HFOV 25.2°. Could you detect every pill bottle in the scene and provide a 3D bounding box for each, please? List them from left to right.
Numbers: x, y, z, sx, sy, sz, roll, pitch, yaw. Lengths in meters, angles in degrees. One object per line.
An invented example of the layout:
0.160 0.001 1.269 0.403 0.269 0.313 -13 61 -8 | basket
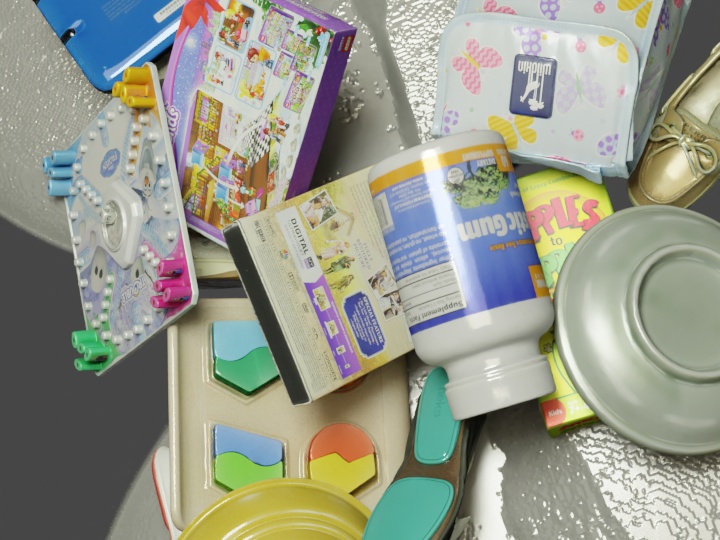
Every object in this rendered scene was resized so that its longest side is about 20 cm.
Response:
0.083 0.005 1.216 0.111 0.112 0.202 -17 84 6 | pill bottle

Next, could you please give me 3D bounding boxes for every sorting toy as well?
-0.053 0.110 1.269 0.197 0.036 0.187 1 73 -15 | sorting toy

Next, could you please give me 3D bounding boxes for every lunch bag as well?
0.160 -0.178 1.280 0.168 0.127 0.202 14 73 22 | lunch bag

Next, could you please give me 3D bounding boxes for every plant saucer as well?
0.246 0.037 1.227 0.198 0.050 0.202 5 69 -12 | plant saucer

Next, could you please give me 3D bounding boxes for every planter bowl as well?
-0.051 0.263 1.201 0.198 0.083 0.203 -2 98 -17 | planter bowl

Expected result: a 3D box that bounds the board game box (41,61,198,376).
-0.201 -0.037 1.311 0.026 0.200 0.202 -2 71 -34 | board game box

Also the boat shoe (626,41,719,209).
0.284 -0.131 1.291 0.073 0.063 0.201 41 87 17 | boat shoe

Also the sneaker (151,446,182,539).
-0.089 0.218 1.275 0.114 0.078 0.202 -21 75 7 | sneaker

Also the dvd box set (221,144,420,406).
0.000 0.000 1.250 0.199 0.029 0.148 -26 94 -38 | dvd box set

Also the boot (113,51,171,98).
-0.132 -0.163 1.377 0.154 0.072 0.201 -31 70 3 | boot

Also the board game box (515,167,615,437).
0.169 0.020 1.286 0.100 0.048 0.202 -17 74 7 | board game box

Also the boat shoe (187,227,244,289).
-0.064 -0.024 1.329 0.197 0.074 0.067 -2 82 10 | boat shoe

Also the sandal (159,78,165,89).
-0.116 -0.142 1.312 0.198 0.045 0.076 -18 88 16 | sandal

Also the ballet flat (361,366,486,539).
0.059 0.167 1.236 0.067 0.069 0.201 2 52 32 | ballet flat

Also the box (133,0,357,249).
-0.093 -0.122 1.262 0.136 0.039 0.202 28 114 22 | box

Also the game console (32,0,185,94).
-0.173 -0.256 1.386 0.199 0.118 0.171 -37 75 1 | game console
